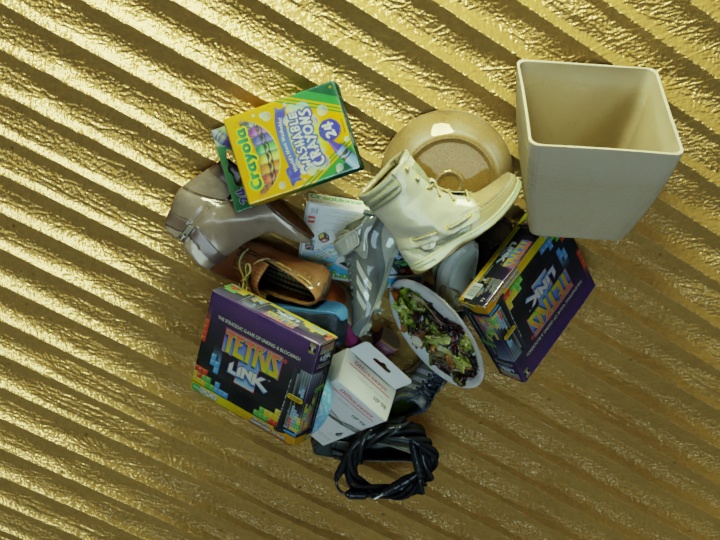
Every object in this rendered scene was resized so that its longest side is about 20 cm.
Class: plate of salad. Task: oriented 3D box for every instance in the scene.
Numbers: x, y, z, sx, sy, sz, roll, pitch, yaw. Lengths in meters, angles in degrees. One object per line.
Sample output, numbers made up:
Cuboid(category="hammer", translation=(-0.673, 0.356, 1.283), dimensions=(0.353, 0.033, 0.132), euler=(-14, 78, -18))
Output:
Cuboid(category="plate of salad", translation=(0.107, 0.102, 1.611), dimensions=(0.048, 0.199, 0.202), euler=(-37, 123, -25))

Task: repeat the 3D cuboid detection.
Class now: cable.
Cuboid(category="cable", translation=(0.050, 0.320, 1.755), dimensions=(0.161, 0.051, 0.201), euler=(17, 129, -11))

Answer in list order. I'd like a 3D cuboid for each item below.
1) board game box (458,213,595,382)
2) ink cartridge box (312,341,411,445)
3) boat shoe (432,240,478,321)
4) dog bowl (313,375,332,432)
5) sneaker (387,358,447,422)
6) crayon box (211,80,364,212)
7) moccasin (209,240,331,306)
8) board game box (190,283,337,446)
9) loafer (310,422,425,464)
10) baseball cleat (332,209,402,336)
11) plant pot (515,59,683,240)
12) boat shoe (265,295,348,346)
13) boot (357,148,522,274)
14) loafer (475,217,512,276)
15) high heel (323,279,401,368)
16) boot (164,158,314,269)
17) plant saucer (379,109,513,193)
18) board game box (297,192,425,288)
Cuboid(category="board game box", translation=(0.248, 0.032, 1.561), dimensions=(0.201, 0.056, 0.166), euler=(-50, 127, -21))
Cuboid(category="ink cartridge box", translation=(-0.027, 0.199, 1.712), dimensions=(0.116, 0.067, 0.199), euler=(42, 135, -21))
Cuboid(category="boat shoe", translation=(0.146, 0.031, 1.614), dimensions=(0.074, 0.069, 0.201), euler=(-17, 144, -23))
Cuboid(category="dog bowl", translation=(-0.098, 0.171, 1.664), dimensions=(0.111, 0.202, 0.049), euler=(-38, 131, 25))
Cuboid(category="sneaker", translation=(0.110, 0.185, 1.731), dimensions=(0.074, 0.081, 0.200), euler=(38, 115, -21))
Cuboid(category="crayon box", translation=(-0.108, -0.171, 1.496), dimensions=(0.197, 0.052, 0.127), euler=(-18, 90, 9))
Cuboid(category="moccasin", translation=(-0.144, 0.010, 1.608), dimensions=(0.199, 0.078, 0.074), euler=(21, 125, 15))
Cuboid(category="board game box", translation=(-0.144, 0.136, 1.560), dimensions=(0.198, 0.057, 0.167), euler=(24, 112, 24))
Cuboid(category="loafer", translation=(0.013, 0.298, 1.806), dimensions=(0.197, 0.064, 0.072), euler=(-5, 140, 3))
Cuboid(category="baseball cleat", translation=(0.000, 0.000, 1.595), dimensions=(0.105, 0.070, 0.202), euler=(21, 114, 2))
Cuboid(category="plant pot", translation=(0.306, -0.153, 1.463), dimensions=(0.196, 0.201, 0.179), euler=(3, 132, -1))
Cuboid(category="boat shoe", translation=(-0.108, 0.080, 1.625), dimensions=(0.198, 0.084, 0.070), euler=(10, 112, 41))
Cuboid(category="boot", translation=(0.112, -0.110, 1.493), dimensions=(0.199, 0.072, 0.155), euler=(-36, 105, 9))
Cuboid(category="loafer", translation=(0.200, 0.018, 1.632), dimensions=(0.072, 0.072, 0.202), euler=(-3, 121, 3))
Cuboid(category="high heel", translation=(-0.034, 0.085, 1.692), dimensions=(0.199, 0.068, 0.096), euler=(35, 132, -20))
Cuboid(category="boot", translation=(-0.186, -0.062, 1.575), dimensions=(0.199, 0.070, 0.147), euler=(40, 100, 1))
Cuboid(category="plant saucer", translation=(0.126, -0.129, 1.541), dimensions=(0.197, 0.036, 0.203), euler=(-1, 111, -2))
Cuboid(category="board game box", translation=(0.007, -0.041, 1.620), dimensions=(0.197, 0.035, 0.128), euler=(9, 121, -5))
